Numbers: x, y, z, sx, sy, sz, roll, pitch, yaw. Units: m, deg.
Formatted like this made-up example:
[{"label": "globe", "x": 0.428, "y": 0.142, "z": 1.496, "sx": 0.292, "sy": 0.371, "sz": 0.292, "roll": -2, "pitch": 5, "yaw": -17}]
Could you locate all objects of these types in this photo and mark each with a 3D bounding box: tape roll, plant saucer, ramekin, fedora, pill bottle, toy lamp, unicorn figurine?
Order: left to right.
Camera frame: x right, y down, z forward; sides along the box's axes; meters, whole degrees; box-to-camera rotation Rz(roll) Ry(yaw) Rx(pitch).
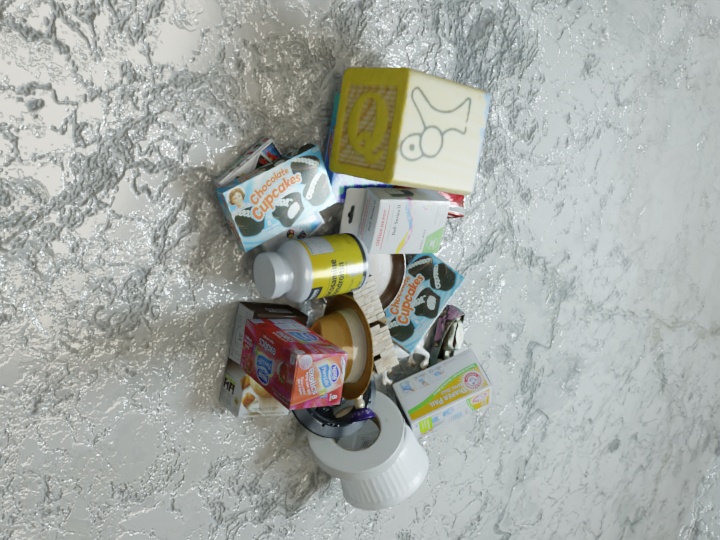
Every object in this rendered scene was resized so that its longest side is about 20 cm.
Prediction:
[{"label": "pill bottle", "x": -0.089, "y": -0.004, "z": 1.280, "sx": 0.199, "sy": 0.112, "sz": 0.113, "roll": -10, "pitch": 111, "yaw": -36}, {"label": "fedora", "x": -0.052, "y": 0.146, "z": 1.311, "sx": 0.081, "sy": 0.200, "sz": 0.203, "roll": -4, "pitch": 107, "yaw": -34}, {"label": "toy lamp", "x": -0.018, "y": 0.197, "z": 1.392, "sx": 0.058, "sy": 0.058, "sz": 0.202, "roll": -3, "pitch": 71, "yaw": -36}, {"label": "tape roll", "x": -0.009, "y": 0.331, "z": 1.434, "sx": 0.202, "sy": 0.203, "sz": 0.037, "roll": -31, "pitch": 141, "yaw": -25}, {"label": "plant saucer", "x": 0.000, "y": 0.000, "z": 1.425, "sx": 0.199, "sy": 0.032, "sz": 0.202, "roll": -6, "pitch": 104, "yaw": -25}, {"label": "ramekin", "x": 0.037, "y": 0.402, "z": 1.498, "sx": 0.200, "sy": 0.200, "sz": 0.098, "roll": -35, "pitch": 115, "yaw": -23}, {"label": "unicorn figurine", "x": 0.097, "y": 0.167, "z": 1.540, "sx": 0.199, "sy": 0.074, "sz": 0.138, "roll": -30, "pitch": 125, "yaw": -29}]

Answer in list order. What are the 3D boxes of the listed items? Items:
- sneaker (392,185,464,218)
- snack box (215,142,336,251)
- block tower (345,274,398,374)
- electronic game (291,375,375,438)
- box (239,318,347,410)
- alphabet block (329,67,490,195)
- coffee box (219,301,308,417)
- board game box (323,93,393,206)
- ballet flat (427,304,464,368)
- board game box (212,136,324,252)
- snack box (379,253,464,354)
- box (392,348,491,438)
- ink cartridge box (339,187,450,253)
[{"label": "sneaker", "x": 0.139, "y": -0.181, "z": 1.476, "sx": 0.199, "sy": 0.078, "sz": 0.117, "roll": 11, "pitch": 81, "yaw": -38}, {"label": "snack box", "x": -0.146, "y": -0.131, "z": 1.239, "sx": 0.199, "sy": 0.037, "sz": 0.117, "roll": -32, "pitch": 121, "yaw": -23}, {"label": "block tower", "x": 0.018, "y": 0.105, "z": 1.410, "sx": 0.057, "sy": 0.054, "sz": 0.202, "roll": -24, "pitch": 111, "yaw": -22}, {"label": "electronic game", "x": -0.058, "y": 0.236, "z": 1.414, "sx": 0.198, "sy": 0.042, "sz": 0.202, "roll": 11, "pitch": 65, "yaw": -24}, {"label": "box", "x": -0.118, "y": 0.153, "z": 1.191, "sx": 0.099, "sy": 0.199, "sz": 0.096, "roll": 2, "pitch": 102, "yaw": -34}, {"label": "alphabet block", "x": 0.086, "y": -0.249, "z": 1.262, "sx": 0.199, "sy": 0.196, "sz": 0.197, "roll": 4, "pitch": 99, "yaw": -37}, {"label": "coffee box", "x": -0.183, "y": 0.168, "z": 1.326, "sx": 0.114, "sy": 0.080, "sz": 0.202, "roll": 5, "pitch": 102, "yaw": -38}, {"label": "board game box", "x": 0.005, "y": -0.228, "z": 1.361, "sx": 0.151, "sy": 0.045, "sz": 0.202, "roll": 3, "pitch": 102, "yaw": -37}, {"label": "ballet flat", "x": 0.201, "y": 0.181, "z": 1.623, "sx": 0.069, "sy": 0.071, "sz": 0.202, "roll": 3, "pitch": 104, "yaw": -40}, {"label": "board game box", "x": -0.162, "y": -0.124, "z": 1.276, "sx": 0.126, "sy": 0.035, "sz": 0.201, "roll": -44, "pitch": 126, "yaw": -17}, {"label": "snack box", "x": 0.119, "y": 0.064, "z": 1.495, "sx": 0.201, "sy": 0.116, "sz": 0.037, "roll": -53, "pitch": 172, "yaw": -11}, {"label": "box", "x": 0.184, "y": 0.275, "z": 1.560, "sx": 0.199, "sy": 0.102, "sz": 0.113, "roll": -24, "pitch": 148, "yaw": -6}, {"label": "ink cartridge box", "x": 0.065, "y": -0.096, "z": 1.366, "sx": 0.198, "sy": 0.067, "sz": 0.118, "roll": -2, "pitch": 118, "yaw": -26}]
